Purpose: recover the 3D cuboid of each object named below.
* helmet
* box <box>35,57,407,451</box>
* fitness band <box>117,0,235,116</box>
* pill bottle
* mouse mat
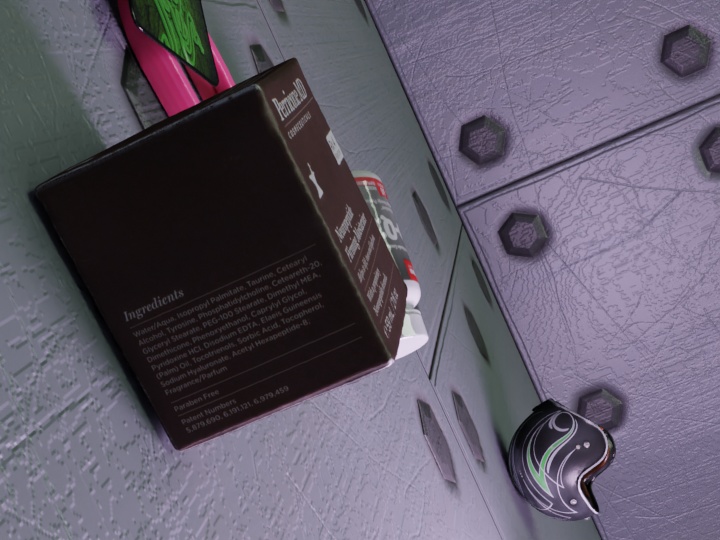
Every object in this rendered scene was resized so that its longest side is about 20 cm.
[{"bbox_3d":[0.368,0.354,2.006,0.200,0.191,0.200,30,-1,0],"label":"helmet"},{"bbox_3d":[-0.084,-0.016,0.761,0.166,0.164,0.200,-72,138,-72],"label":"box"},{"bbox_3d":[-0.163,-0.188,1.044,0.200,0.037,0.144,61,13,-21],"label":"fitness band"},{"bbox_3d":[0.000,0.000,1.222,0.114,0.114,0.200,34,35,-69],"label":"pill bottle"},{"bbox_3d":[-0.184,-0.281,1.007,0.161,0.008,0.200,30,44,-67],"label":"mouse mat"}]
